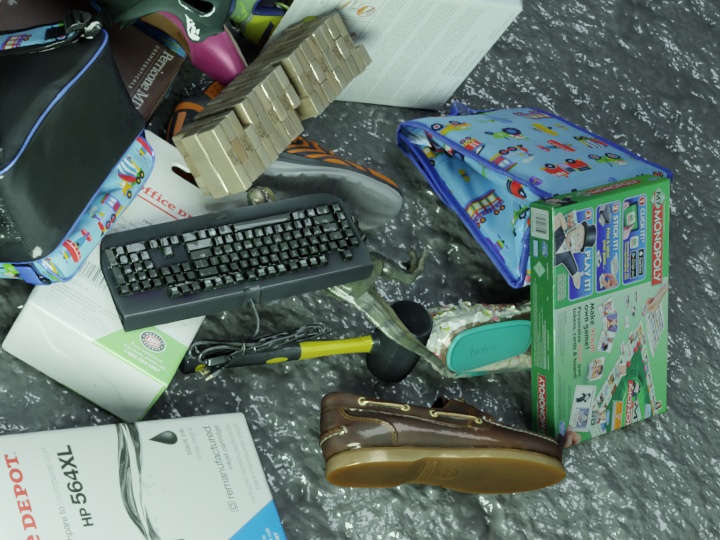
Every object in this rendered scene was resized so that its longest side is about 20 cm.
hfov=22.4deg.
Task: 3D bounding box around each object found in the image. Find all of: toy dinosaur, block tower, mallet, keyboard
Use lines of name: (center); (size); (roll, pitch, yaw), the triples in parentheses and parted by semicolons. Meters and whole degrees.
toy dinosaur: (0.000, 0.000, 1.382); (0.200, 0.048, 0.088); (37, 42, 8)
block tower: (-0.068, -0.131, 1.403); (0.200, 0.054, 0.058); (-48, 117, -45)
mallet: (-0.043, 0.067, 1.390); (0.199, 0.066, 0.041); (-9, 55, -18)
keyboard: (-0.081, 0.009, 1.305); (0.199, 0.021, 0.128); (-13, 65, -26)

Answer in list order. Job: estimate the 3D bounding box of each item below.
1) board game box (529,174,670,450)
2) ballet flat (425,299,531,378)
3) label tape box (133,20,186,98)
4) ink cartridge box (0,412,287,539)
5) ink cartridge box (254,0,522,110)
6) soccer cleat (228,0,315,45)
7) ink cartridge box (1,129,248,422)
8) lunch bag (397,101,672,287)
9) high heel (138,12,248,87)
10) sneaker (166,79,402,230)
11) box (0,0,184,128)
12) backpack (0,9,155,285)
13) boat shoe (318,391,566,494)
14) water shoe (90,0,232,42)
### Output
board game box: (0.193, 0.033, 1.460); (0.134, 0.201, 0.029); (-14, 20, -38)
ballet flat: (0.128, 0.047, 1.481); (0.199, 0.076, 0.064); (2, 21, -35)
label tape box: (-0.190, -0.259, 1.528); (0.144, 0.063, 0.201); (24, 47, -12)
ink cartridge box: (-0.157, 0.182, 1.196); (0.199, 0.084, 0.147); (-3, 58, -33)
ink cartridge box: (0.014, -0.204, 1.538); (0.199, 0.162, 0.050); (6, 59, -26)
soccer cleat: (-0.068, -0.222, 1.514); (0.083, 0.065, 0.200); (12, 0, 19)
ink cartridge box: (-0.164, 0.001, 1.342); (0.117, 0.067, 0.200); (32, 47, -6)
lunch bag: (0.137, -0.089, 1.553); (0.150, 0.094, 0.200); (-11, 42, -37)
high heel: (-0.175, -0.194, 1.449); (0.096, 0.067, 0.200); (-41, 80, -12)
sneaker: (-0.058, -0.104, 1.477); (0.199, 0.078, 0.113); (15, 51, -20)
box: (-0.250, -0.168, 1.414); (0.199, 0.075, 0.100); (32, 52, -7)
backpack: (-0.273, -0.084, 1.287); (0.199, 0.135, 0.183); (1, 43, 28)
boat shoe: (0.064, 0.126, 1.375); (0.199, 0.070, 0.071); (8, 57, -25)
water shoe: (-0.193, -0.223, 1.384); (0.199, 0.079, 0.071); (15, 21, 17)
